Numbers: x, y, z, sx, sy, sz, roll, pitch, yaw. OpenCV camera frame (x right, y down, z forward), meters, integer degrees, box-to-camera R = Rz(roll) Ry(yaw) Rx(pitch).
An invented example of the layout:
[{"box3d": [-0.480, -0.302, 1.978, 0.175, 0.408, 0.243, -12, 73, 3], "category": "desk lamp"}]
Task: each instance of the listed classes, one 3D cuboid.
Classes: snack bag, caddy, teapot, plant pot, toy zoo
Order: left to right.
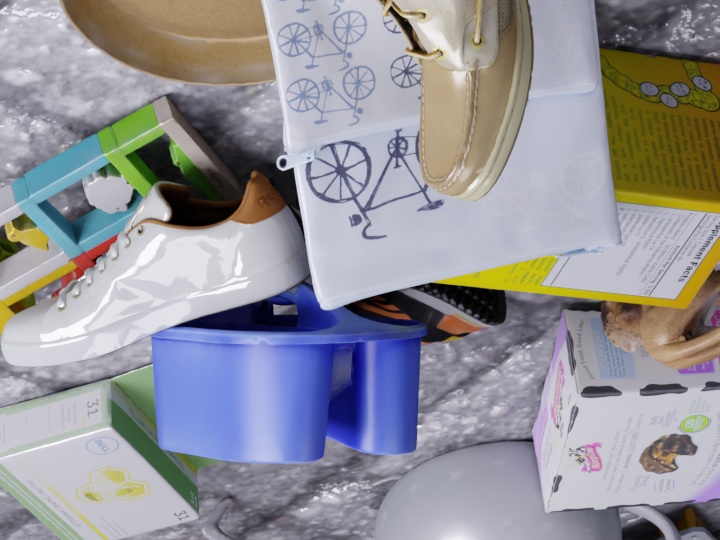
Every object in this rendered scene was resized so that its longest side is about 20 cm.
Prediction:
[{"box3d": [-0.170, -0.017, 1.572, 0.199, 0.021, 0.131, -29, 142, 10], "category": "toy zoo"}, {"box3d": [-0.065, -0.171, 1.396, 0.199, 0.028, 0.200, -6, 146, -4], "category": "plant pot"}, {"box3d": [-0.045, 0.055, 1.571, 0.141, 0.106, 0.200, -3, -177, -32], "category": "caddy"}, {"box3d": [0.045, -0.085, 1.401, 0.187, 0.021, 0.201, -12, 108, -14], "category": "snack bag"}, {"box3d": [0.109, 0.227, 1.911, 0.196, 0.147, 0.200, 5, 144, -18], "category": "teapot"}]

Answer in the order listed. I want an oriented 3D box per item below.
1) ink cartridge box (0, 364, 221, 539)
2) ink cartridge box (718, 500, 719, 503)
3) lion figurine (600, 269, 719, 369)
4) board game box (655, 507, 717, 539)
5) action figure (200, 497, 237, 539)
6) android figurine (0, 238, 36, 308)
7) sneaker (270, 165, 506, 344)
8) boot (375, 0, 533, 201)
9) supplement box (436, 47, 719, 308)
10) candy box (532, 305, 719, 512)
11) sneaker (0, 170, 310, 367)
[{"box3d": [-0.142, 0.122, 1.799, 0.199, 0.048, 0.146, -15, 145, 16], "category": "ink cartridge box"}, {"box3d": [0.386, 0.148, 1.939, 0.199, 0.057, 0.162, -23, 143, 30], "category": "ink cartridge box"}, {"box3d": [0.203, 0.022, 1.632, 0.122, 0.073, 0.200, -31, -176, 11], "category": "lion figurine"}, {"box3d": [0.221, 0.266, 2.101, 0.199, 0.026, 0.200, -22, 144, 21], "category": "board game box"}, {"box3d": [-0.090, 0.294, 1.930, 0.104, 0.194, 0.200, -15, 154, -49], "category": "action figure"}, {"box3d": [-0.294, 0.027, 1.631, 0.181, 0.041, 0.200, -9, 144, 1], "category": "android figurine"}, {"box3d": [0.000, 0.000, 1.624, 0.090, 0.070, 0.200, -27, 141, 34], "category": "sneaker"}, {"box3d": [0.012, -0.140, 1.308, 0.155, 0.201, 0.073, 4, -175, -31], "category": "boot"}, {"box3d": [0.115, -0.059, 1.522, 0.199, 0.110, 0.109, 6, 144, -18], "category": "supplement box"}, {"box3d": [0.229, 0.093, 1.803, 0.199, 0.072, 0.168, -3, 147, -7], "category": "candy box"}, {"box3d": [-0.131, -0.007, 1.550, 0.199, 0.073, 0.085, -20, 107, 11], "category": "sneaker"}]
